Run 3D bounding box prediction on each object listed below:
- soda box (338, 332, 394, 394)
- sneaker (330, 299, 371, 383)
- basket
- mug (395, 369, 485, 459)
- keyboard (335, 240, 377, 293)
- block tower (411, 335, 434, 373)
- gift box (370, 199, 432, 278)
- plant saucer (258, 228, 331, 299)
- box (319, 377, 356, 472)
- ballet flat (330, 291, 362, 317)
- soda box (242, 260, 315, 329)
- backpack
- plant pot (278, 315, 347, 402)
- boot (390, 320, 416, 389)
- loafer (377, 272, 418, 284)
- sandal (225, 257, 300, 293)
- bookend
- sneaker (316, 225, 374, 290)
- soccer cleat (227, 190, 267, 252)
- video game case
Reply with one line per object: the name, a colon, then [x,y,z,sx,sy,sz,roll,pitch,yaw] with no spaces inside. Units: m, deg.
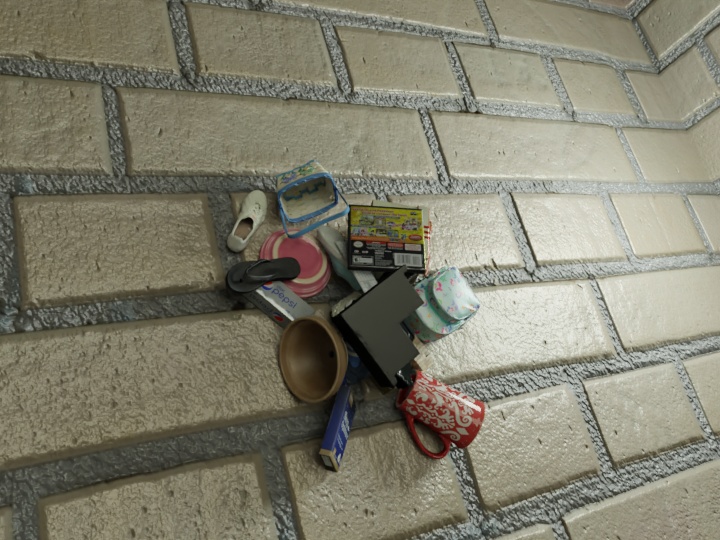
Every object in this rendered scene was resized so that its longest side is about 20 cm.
soda box: [0.030,0.218,1.550,0.068,0.064,0.200,-38,87,-35]
sneaker: [-0.043,0.184,1.477,0.201,0.146,0.081,69,20,-11]
basket: [-0.139,-0.185,1.584,0.176,0.139,0.201,-25,56,-4]
mug: [0.194,0.365,1.525,0.199,0.133,0.178,31,54,-7]
keyboard: [0.000,0.000,1.528,0.056,0.011,0.201,-3,53,-43]
block tower: [0.116,0.189,1.615,0.058,0.054,0.200,-36,86,-36]
gift box: [0.101,-0.075,1.663,0.186,0.200,0.186,8,66,-6]
plant saucer: [-0.165,-0.026,1.577,0.199,0.051,0.202,11,62,-22]
box: [-0.046,0.357,1.411,0.032,0.121,0.201,8,57,13]
ballet flat: [0.006,0.079,1.600,0.199,0.072,0.072,-14,73,-35]
soda box: [-0.214,0.071,1.496,0.200,0.063,0.068,39,54,-5]
backpack: [0.218,0.095,1.663,0.199,0.151,0.178,-29,83,-30]
plant pot: [-0.095,0.205,1.424,0.092,0.200,0.202,-3,66,-49]
boot: [0.071,0.185,1.466,0.198,0.073,0.163,46,42,-38]
loafer: [0.075,0.056,1.560,0.200,0.071,0.073,-39,49,-6]
sandal: [-0.235,0.000,1.454,0.199,0.043,0.076,-17,74,-34]
bookend: [0.074,0.127,1.385,0.200,0.092,0.199,-38,92,-20]
sneaker: [-0.056,-0.027,1.588,0.200,0.082,0.074,49,36,11]
soccer cleat: [-0.285,-0.135,1.551,0.069,0.078,0.201,27,57,-13]
video game case: [0.066,-0.081,1.538,0.199,0.026,0.182,3,64,-7]
